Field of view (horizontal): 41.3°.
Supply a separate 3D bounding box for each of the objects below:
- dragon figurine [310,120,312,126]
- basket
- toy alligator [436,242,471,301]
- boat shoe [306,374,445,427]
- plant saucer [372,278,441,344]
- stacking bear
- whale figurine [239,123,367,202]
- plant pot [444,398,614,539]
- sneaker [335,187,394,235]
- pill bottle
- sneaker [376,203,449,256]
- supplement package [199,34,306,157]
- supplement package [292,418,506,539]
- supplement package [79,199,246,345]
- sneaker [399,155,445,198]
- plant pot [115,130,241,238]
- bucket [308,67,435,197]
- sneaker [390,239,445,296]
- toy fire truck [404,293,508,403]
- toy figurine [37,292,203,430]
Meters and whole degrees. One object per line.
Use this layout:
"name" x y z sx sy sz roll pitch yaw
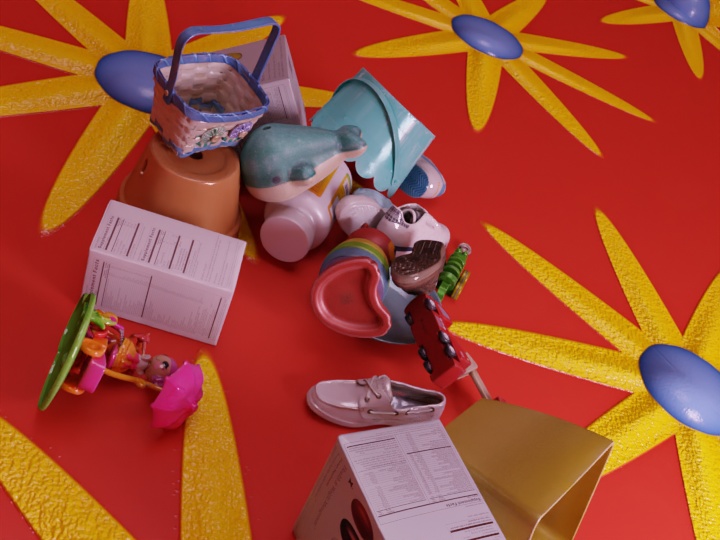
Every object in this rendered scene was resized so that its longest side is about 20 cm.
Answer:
"dragon figurine" -0.127 -0.226 1.707 0.098 0.059 0.201 23 37 -2
"basket" -0.208 -0.270 1.374 0.175 0.201 0.139 -20 56 -41
"toy alligator" 0.161 -0.010 1.622 0.059 0.055 0.200 29 39 5
"boat shoe" 0.025 0.174 1.328 0.197 0.070 0.071 9 42 -19
"plant saucer" 0.031 0.051 1.497 0.198 0.039 0.203 14 40 -12
"stacking bear" 0.000 0.000 1.423 0.112 0.123 0.201 -7 24 16
"whale figurine" -0.092 -0.186 1.461 0.197 0.105 0.160 -20 30 4
"plant pot" 0.173 0.281 1.201 0.175 0.202 0.199 32 38 27
"sneaker" 0.001 -0.102 1.594 0.082 0.074 0.199 48 13 23
"pill bottle" -0.091 -0.103 1.546 0.110 0.112 0.201 25 38 1
"sneaker" 0.099 -0.071 1.616 0.076 0.081 0.199 32 21 28
"supplement package" -0.198 -0.267 1.577 0.197 0.152 0.153 -12 40 3
"supplement package" 0.043 0.314 1.082 0.145 0.193 0.201 -4 46 -30
"supplement package" -0.273 0.003 1.327 0.197 0.114 0.110 18 40 -10
"sneaker" 0.080 -0.203 1.792 0.080 0.077 0.201 4 41 -50
"plant pot" -0.266 -0.124 1.454 0.197 0.141 0.202 15 40 -13
"bucket" 0.024 -0.244 1.671 0.207 0.135 0.207 41 9 -8
"sneaker" 0.094 0.010 1.444 0.069 0.077 0.200 5 16 17
"toy fire truck" 0.143 0.138 1.399 0.141 0.049 0.201 35 25 -42
"toy figurine" -0.286 0.126 1.203 0.182 0.151 0.200 27 12 -20
